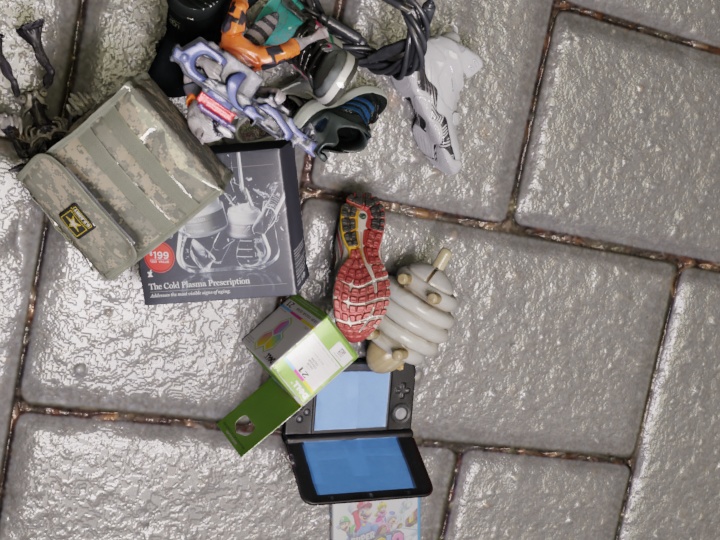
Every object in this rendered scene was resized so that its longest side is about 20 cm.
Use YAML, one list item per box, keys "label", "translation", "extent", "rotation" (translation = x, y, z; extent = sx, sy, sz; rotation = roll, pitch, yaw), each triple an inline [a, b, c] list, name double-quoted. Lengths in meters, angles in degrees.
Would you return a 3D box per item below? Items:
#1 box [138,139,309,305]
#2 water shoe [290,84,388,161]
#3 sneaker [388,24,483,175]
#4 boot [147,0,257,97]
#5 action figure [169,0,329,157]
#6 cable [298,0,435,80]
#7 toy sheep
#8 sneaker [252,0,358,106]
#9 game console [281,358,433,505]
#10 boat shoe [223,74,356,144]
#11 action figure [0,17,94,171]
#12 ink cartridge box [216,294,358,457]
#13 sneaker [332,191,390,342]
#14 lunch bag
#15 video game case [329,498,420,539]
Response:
- label: "box"
  translation: [-0.176, -0.062, 1.306]
  extent: [0.198, 0.104, 0.184]
  rotation: [-5, 102, 8]
- label: "water shoe"
  translation: [-0.016, -0.185, 1.363]
  extent: [0.079, 0.072, 0.200]
  rotation: [48, 38, 12]
- label: "sneaker"
  translation: [0.122, -0.239, 1.449]
  extent: [0.115, 0.075, 0.201]
  rotation: [-34, 116, -17]
- label: "boot"
  translation: [-0.177, -0.312, 1.284]
  extent: [0.076, 0.168, 0.200]
  rotation: [42, 54, 5]
- label: "action figure"
  translation: [-0.122, -0.216, 1.192]
  extent: [0.200, 0.104, 0.194]
  rotation: [42, 78, -23]
- label: "cable"
  translation: [0.004, -0.333, 1.348]
  extent: [0.051, 0.199, 0.164]
  rotation: [-53, 159, -34]
- label: "toy sheep"
  translation: [0.072, 0.058, 1.454]
  extent: [0.137, 0.138, 0.201]
  rotation: [32, 99, -24]
- label: "sneaker"
  translation: [-0.073, -0.277, 1.278]
  extent: [0.120, 0.200, 0.084]
  rotation: [31, 105, -23]
- label: "game console"
  translation: [0.001, 0.221, 1.464]
  extent: [0.198, 0.119, 0.174]
  rotation: [1, 100, -22]
- label: "boat shoe"
  translation: [-0.087, -0.217, 1.373]
  extent: [0.199, 0.068, 0.073]
  rotation: [-22, 107, -16]
- label: "action figure"
  translation: [-0.383, -0.189, 1.243]
  extent: [0.118, 0.102, 0.201]
  rotation: [-24, 105, -18]
- label: "ink cartridge box"
  translation: [-0.119, 0.135, 1.383]
  extent: [0.200, 0.148, 0.076]
  rotation: [-41, 112, -10]
- label: "sneaker"
  translation: [0.000, 0.000, 1.415]
  extent: [0.077, 0.082, 0.202]
  rotation: [7, 74, -8]
- label: "lunch bag"
  translation: [-0.275, -0.100, 1.190]
  extent: [0.199, 0.118, 0.164]
  rotation: [-37, 104, 12]
- label: "video game case"
  translation: [0.023, 0.414, 1.564]
  extent: [0.142, 0.018, 0.202]
  rotation: [-4, 101, -20]
